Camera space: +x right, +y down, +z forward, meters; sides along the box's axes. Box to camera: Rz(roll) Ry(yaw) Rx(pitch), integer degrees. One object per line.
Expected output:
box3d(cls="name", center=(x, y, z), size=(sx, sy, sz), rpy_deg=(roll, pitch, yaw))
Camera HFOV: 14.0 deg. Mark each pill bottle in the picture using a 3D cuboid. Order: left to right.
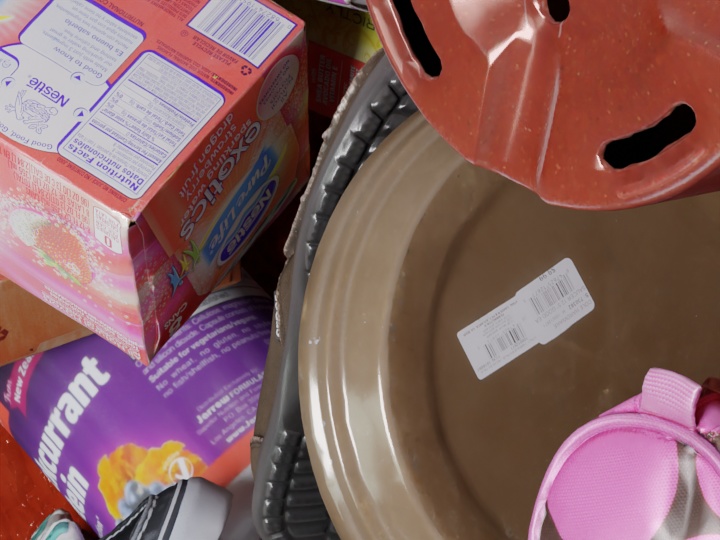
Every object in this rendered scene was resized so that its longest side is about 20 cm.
box3d(cls="pill bottle", center=(-0.087, 0.036, 1.138), size=(0.200, 0.111, 0.112), rpy_deg=(46, 129, 23))

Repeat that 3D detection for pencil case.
box3d(cls="pencil case", center=(0.141, 0.068, 0.880), size=(0.090, 0.199, 0.094), rpy_deg=(8, 99, 39))

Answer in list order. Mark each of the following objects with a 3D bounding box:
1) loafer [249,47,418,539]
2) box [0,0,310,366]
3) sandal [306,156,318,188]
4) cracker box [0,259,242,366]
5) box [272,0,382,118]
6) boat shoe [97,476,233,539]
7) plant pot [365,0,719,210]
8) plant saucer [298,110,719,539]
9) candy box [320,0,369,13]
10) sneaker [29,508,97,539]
box3d(cls="loafer", center=(0.000, 0.000, 0.994), size=(0.071, 0.073, 0.201), rpy_deg=(-114, 41, -60))
box3d(cls="box", center=(-0.125, -0.071, 1.014), size=(0.199, 0.103, 0.095), rpy_deg=(30, 152, 18))
box3d(cls="sandal", center=(0.038, 0.002, 1.046), size=(0.200, 0.045, 0.076), rpy_deg=(23, 112, 56))
box3d(cls="cracker box", center=(-0.142, -0.064, 1.103), size=(0.058, 0.133, 0.200), rpy_deg=(89, 157, -54))
box3d(cls="box", center=(0.015, -0.087, 1.048), size=(0.199, 0.050, 0.076), rpy_deg=(26, 118, 34))
box3d(cls="boat shoe", center=(-0.120, 0.141, 1.047), size=(0.068, 0.072, 0.200), rpy_deg=(34, 117, -9))
box3d(cls="plant pot", center=(0.113, -0.108, 0.821), size=(0.200, 0.195, 0.202), rpy_deg=(15, 113, 39))
box3d(cls="plant saucer", center=(0.073, 0.033, 0.930), size=(0.029, 0.199, 0.201), rpy_deg=(-12, 95, 61))
box3d(cls="candy box", center=(-0.016, -0.197, 1.000), size=(0.136, 0.061, 0.201), rpy_deg=(17, 97, 37))
box3d(cls="sneaker", center=(-0.107, 0.151, 1.180), size=(0.091, 0.200, 0.078), rpy_deg=(35, 86, -5))
